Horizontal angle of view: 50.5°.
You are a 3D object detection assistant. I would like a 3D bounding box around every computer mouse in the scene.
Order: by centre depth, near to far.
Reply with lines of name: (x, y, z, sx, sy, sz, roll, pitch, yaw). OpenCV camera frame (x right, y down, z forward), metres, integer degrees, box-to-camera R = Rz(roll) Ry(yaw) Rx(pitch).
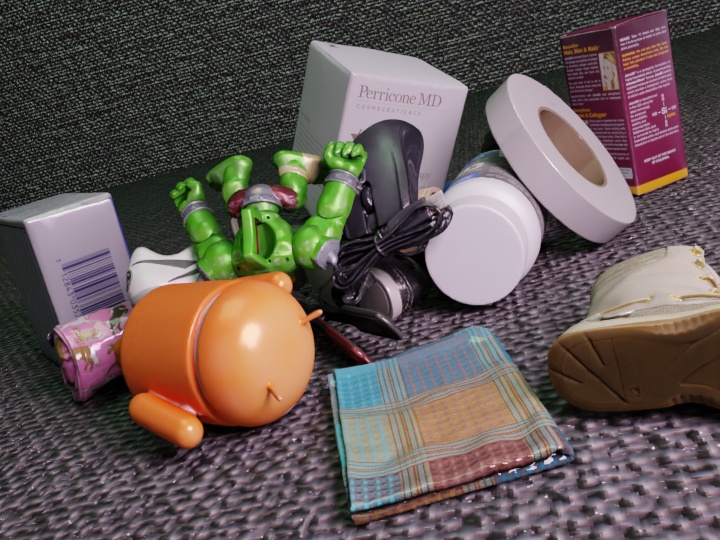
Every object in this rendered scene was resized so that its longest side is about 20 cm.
computer mouse: (0.019, -0.088, 0.740, 0.137, 0.053, 0.203, -31, 36, 27)

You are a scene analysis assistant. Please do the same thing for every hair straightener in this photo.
hair straightener: (-0.006, 0.039, 0.730, 0.078, 0.041, 0.199, -52, 17, -7)

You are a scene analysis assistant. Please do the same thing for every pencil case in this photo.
pencil case: (-0.225, 0.061, 0.815, 0.197, 0.085, 0.086, -26, 37, -31)

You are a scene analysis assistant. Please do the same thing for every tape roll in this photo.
tape roll: (0.213, -0.121, 0.809, 0.037, 0.203, 0.203, -42, -1, 32)

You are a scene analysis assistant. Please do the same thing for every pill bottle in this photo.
pill bottle: (0.131, -0.047, 0.775, 0.111, 0.117, 0.200, -9, 17, 21)

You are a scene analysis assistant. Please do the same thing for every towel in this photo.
towel: (0.050, 0.097, 0.539, 0.143, 0.022, 0.200, -17, 16, -1)

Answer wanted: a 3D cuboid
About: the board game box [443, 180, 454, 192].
board game box: (0.170, -0.094, 1.044, 0.154, 0.040, 0.199, -15, 17, -24)

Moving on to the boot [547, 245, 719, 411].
boot: (0.234, 0.031, 0.497, 0.196, 0.074, 0.154, -6, 16, 31)

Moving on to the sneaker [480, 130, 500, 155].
sneaker: (0.211, -0.141, 0.915, 0.197, 0.091, 0.076, 17, -27, -40)

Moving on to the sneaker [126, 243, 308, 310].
sneaker: (-0.141, 0.011, 0.775, 0.196, 0.090, 0.074, 8, -38, -38)

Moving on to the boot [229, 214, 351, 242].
boot: (-0.103, -0.047, 1.073, 0.147, 0.075, 0.200, -20, 20, -10)

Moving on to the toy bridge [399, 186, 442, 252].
toy bridge: (0.081, -0.056, 0.842, 0.027, 0.069, 0.199, -10, -1, 22)

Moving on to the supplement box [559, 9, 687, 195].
supplement box: (0.330, -0.208, 0.959, 0.084, 0.205, 0.110, -19, 15, -18)

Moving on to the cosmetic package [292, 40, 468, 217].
cosmetic package: (0.014, -0.171, 1.000, 0.163, 0.205, 0.167, 1, 27, -24)

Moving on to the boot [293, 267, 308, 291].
boot: (-0.155, 0.016, 0.936, 0.195, 0.076, 0.075, -17, 5, 3)

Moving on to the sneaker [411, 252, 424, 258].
sneaker: (0.033, -0.043, 0.881, 0.088, 0.077, 0.199, -14, -12, 25)

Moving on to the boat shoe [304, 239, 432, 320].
boat shoe: (0.000, 0.000, 0.819, 0.059, 0.076, 0.198, -23, 20, -27)

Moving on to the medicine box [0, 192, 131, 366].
medicine box: (-0.347, 0.009, 0.917, 0.101, 0.187, 0.198, -23, 18, -31)

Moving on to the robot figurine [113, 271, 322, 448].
robot figurine: (-0.119, 0.068, 0.629, 0.196, 0.120, 0.142, -4, 4, 39)

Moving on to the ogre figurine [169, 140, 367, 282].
ogre figurine: (-0.090, -0.048, 0.717, 0.194, 0.123, 0.099, 0, -26, -3)
